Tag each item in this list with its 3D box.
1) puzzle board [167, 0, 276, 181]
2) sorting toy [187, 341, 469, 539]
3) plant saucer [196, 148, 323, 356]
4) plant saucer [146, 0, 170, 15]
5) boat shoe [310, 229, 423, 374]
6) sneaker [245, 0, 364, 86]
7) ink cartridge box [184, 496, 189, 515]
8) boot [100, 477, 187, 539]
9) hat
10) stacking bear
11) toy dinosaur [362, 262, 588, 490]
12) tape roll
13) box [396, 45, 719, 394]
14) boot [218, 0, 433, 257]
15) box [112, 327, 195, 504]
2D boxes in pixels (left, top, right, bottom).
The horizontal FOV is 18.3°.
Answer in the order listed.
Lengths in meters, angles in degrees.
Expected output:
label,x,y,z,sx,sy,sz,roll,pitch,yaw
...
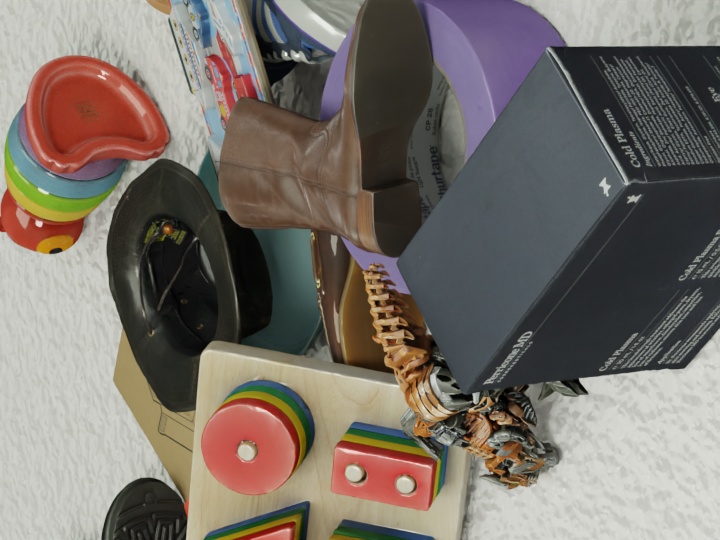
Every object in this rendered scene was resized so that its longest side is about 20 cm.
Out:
label,x,y,z,sx,sy,sz,roll,pitch,yaw
puzzle board,-0.100,-0.132,1.684,0.151,0.017,0.200,7,115,67
sorting toy,-0.032,0.171,1.586,0.199,0.070,0.200,10,111,13
plant saucer,-0.072,-0.021,1.767,0.200,0.027,0.200,10,102,52
plant saucer,-0.151,-0.309,1.835,0.200,0.032,0.200,11,104,53
boat shoe,0.000,0.000,1.638,0.070,0.070,0.200,-13,77,58
sneaker,-0.051,-0.172,1.687,0.200,0.081,0.147,44,139,35
ink cartridge box,-0.121,0.279,1.805,0.109,0.050,0.200,122,127,-70
boot,-0.218,0.258,1.944,0.158,0.079,0.211,26,121,50
hat,-0.119,0.011,1.744,0.201,0.081,0.201,7,99,53
stacking bear,-0.263,-0.086,1.958,0.114,0.121,0.200,64,147,23
toy dinosaur,0.073,0.070,1.465,0.136,0.200,0.102,-31,53,23
tape roll,0.062,-0.086,1.526,0.200,0.085,0.200,11,104,53
box,0.154,-0.032,1.323,0.200,0.182,0.104,-55,51,41
boot,-0.035,-0.108,1.536,0.200,0.064,0.187,17,108,54
box,-0.148,0.103,1.870,0.200,0.021,0.164,55,144,35
